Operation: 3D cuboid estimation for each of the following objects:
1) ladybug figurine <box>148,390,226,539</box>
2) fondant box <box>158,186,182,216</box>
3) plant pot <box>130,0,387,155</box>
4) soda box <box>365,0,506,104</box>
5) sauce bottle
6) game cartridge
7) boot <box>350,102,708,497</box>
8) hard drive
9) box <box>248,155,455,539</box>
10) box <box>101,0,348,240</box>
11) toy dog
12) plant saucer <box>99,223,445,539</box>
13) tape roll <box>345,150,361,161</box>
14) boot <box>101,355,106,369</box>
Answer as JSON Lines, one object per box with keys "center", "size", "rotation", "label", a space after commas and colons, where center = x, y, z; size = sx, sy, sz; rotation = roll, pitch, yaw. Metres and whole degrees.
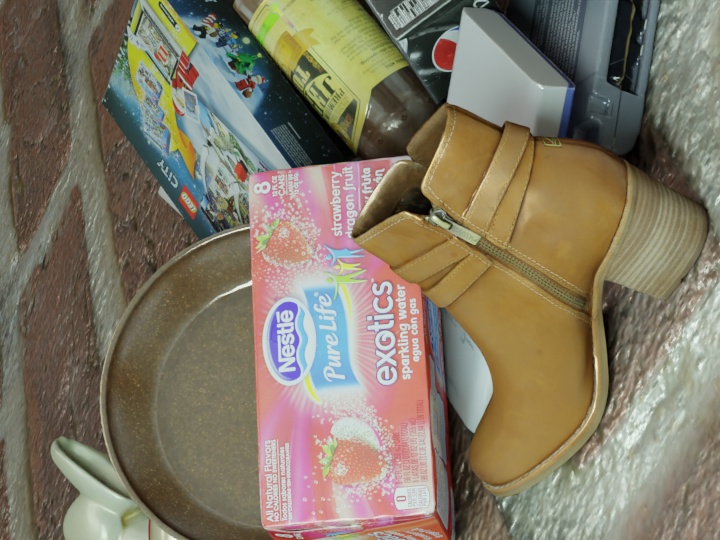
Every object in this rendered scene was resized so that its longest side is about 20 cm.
{"center": [-0.072, 0.153, 1.397], "size": [0.072, 0.135, 0.201], "rotation": [-13, 65, 54], "label": "ladybug figurine"}
{"center": [-0.082, -0.096, 1.767], "size": [0.145, 0.058, 0.200], "rotation": [-67, 20, 6], "label": "fondant box"}
{"center": [-0.059, -0.169, 1.531], "size": [0.200, 0.174, 0.200], "rotation": [-46, 12, 12], "label": "plant pot"}
{"center": [0.018, -0.194, 1.390], "size": [0.063, 0.071, 0.200], "rotation": [-33, 50, 4], "label": "soda box"}
{"center": [0.006, -0.107, 1.398], "size": [0.065, 0.200, 0.065], "rotation": [-38, -16, -13], "label": "sauce bottle"}
{"center": [0.122, -0.135, 1.332], "size": [0.133, 0.041, 0.201], "rotation": [-27, 46, 56], "label": "game cartridge"}
{"center": [0.063, 0.016, 1.170], "size": [0.200, 0.154, 0.077], "rotation": [-56, 25, 31], "label": "boot"}
{"center": [0.069, -0.029, 1.290], "size": [0.132, 0.025, 0.201], "rotation": [-124, 39, -61], "label": "hard drive"}
{"center": [-0.005, 0.050, 1.262], "size": [0.100, 0.095, 0.201], "rotation": [65, -160, -70], "label": "box"}
{"center": [-0.080, -0.076, 1.437], "size": [0.200, 0.038, 0.137], "rotation": [54, 148, 18], "label": "box"}
{"center": [-0.160, 0.242, 1.586], "size": [0.194, 0.139, 0.201], "rotation": [36, 106, 31], "label": "toy dog"}
{"center": [-0.049, 0.071, 1.333], "size": [0.037, 0.199, 0.202], "rotation": [66, -143, -70], "label": "plant saucer"}
{"center": [0.000, 0.000, 1.491], "size": [0.201, 0.048, 0.201], "rotation": [-51, 28, 41], "label": "tape roll"}
{"center": [-0.137, 0.071, 1.760], "size": [0.200, 0.073, 0.076], "rotation": [-46, 49, 54], "label": "boot"}
